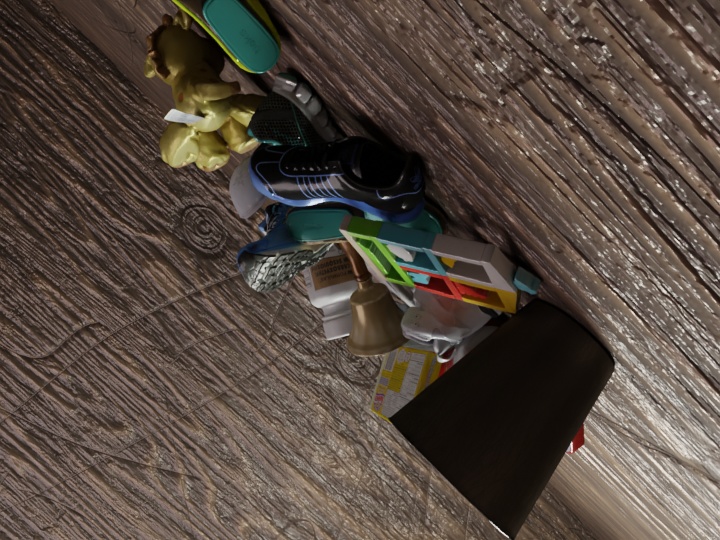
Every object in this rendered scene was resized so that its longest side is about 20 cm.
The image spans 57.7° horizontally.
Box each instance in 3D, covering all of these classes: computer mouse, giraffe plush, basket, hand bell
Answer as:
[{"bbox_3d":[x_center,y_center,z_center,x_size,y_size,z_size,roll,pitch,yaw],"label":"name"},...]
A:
[{"bbox_3d":[-0.131,-0.134,0.831,0.044,0.109,0.201,41,-160,-21],"label":"computer mouse"},{"bbox_3d":[-0.225,-0.251,0.883,0.164,0.171,0.200,63,-170,13],"label":"giraffe plush"},{"bbox_3d":[0.160,0.144,0.688,0.180,0.200,0.136,44,175,-5],"label":"basket"},{"bbox_3d":[0.000,0.000,0.865,0.104,0.103,0.203,31,143,64],"label":"hand bell"}]

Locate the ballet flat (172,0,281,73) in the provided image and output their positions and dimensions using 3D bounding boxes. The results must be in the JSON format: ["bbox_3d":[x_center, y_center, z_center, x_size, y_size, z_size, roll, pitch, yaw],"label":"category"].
[{"bbox_3d":[-0.141,-0.262,0.585,0.200,0.066,0.068,48,-166,-48],"label":"ballet flat"}]

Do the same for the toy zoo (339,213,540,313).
[{"bbox_3d":[0.087,-0.003,0.676,0.198,0.021,0.131,15,162,29],"label":"toy zoo"}]

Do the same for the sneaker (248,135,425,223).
[{"bbox_3d":[-0.029,-0.106,0.664,0.197,0.071,0.078,12,154,14],"label":"sneaker"}]

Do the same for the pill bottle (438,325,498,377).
[{"bbox_3d":[0.135,0.164,0.871,0.112,0.112,0.200,43,142,3],"label":"pill bottle"}]

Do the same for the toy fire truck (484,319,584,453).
[{"bbox_3d":[0.223,0.160,0.913,0.199,0.111,0.170,36,152,47],"label":"toy fire truck"}]

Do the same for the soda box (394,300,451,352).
[{"bbox_3d":[0.113,0.106,1.041,0.197,0.069,0.063,21,179,-14],"label":"soda box"}]

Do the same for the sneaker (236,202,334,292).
[{"bbox_3d":[-0.103,-0.038,0.835,0.090,0.078,0.200,46,-154,6],"label":"sneaker"}]

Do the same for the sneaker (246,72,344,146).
[{"bbox_3d":[-0.059,-0.132,0.775,0.200,0.091,0.077,47,174,-34],"label":"sneaker"}]

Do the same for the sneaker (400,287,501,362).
[{"bbox_3d":[0.071,0.014,0.800,0.200,0.115,0.075,42,174,13],"label":"sneaker"}]

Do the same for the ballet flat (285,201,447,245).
[{"bbox_3d":[0.009,-0.064,0.758,0.197,0.065,0.072,5,114,20],"label":"ballet flat"}]

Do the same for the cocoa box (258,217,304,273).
[{"bbox_3d":[-0.076,-0.058,1.221,0.200,0.131,0.133,45,174,-13],"label":"cocoa box"}]

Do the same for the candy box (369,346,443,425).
[{"bbox_3d":[0.057,0.156,0.891,0.026,0.104,0.200,16,173,-11],"label":"candy box"}]

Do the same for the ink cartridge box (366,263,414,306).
[{"bbox_3d":[0.062,-0.004,0.976,0.116,0.067,0.200,46,174,-27],"label":"ink cartridge box"}]

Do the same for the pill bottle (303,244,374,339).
[{"bbox_3d":[-0.037,0.006,1.090,0.114,0.113,0.203,120,136,-84],"label":"pill bottle"}]
